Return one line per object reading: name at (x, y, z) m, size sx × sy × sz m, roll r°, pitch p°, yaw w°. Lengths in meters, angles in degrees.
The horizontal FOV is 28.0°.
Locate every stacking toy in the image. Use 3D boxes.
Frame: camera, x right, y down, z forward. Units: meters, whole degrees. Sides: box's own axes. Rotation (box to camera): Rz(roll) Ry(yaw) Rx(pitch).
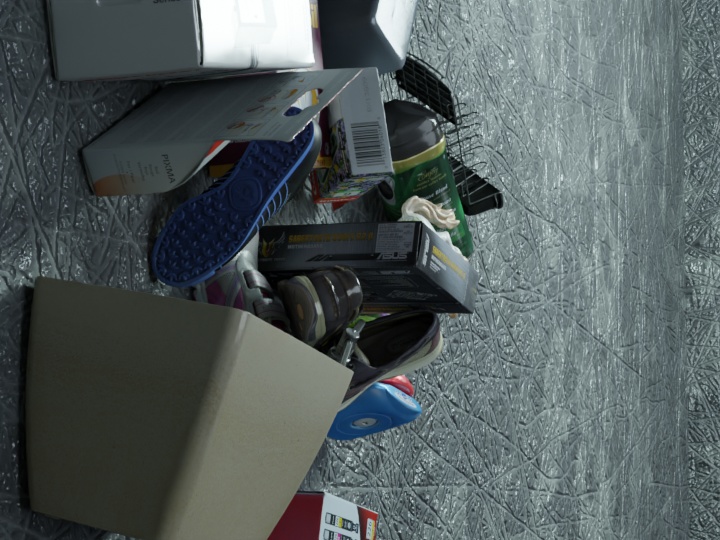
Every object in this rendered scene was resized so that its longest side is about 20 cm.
stacking toy at (-0.005, 0.075, 1.581) m, size 0.116 × 0.109 × 0.201 m, roll 36°, pitch 41°, yaw -52°

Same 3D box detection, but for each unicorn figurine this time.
unicorn figurine at (0.062, 0.006, 1.622) m, size 0.137 × 0.074 × 0.201 m, roll 33°, pitch 42°, yaw -43°

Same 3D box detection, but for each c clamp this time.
c clamp at (-0.047, 0.121, 1.335) m, size 0.201 × 0.027 × 0.171 m, roll -60°, pitch 180°, yaw 29°

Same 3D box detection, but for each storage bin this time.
storage bin at (-0.010, -0.281, 1.540) m, size 0.146 × 0.134 × 0.201 m, roll 51°, pitch 44°, yaw -46°

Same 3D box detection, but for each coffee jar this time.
coffee jar at (0.067, -0.102, 1.724) m, size 0.085 × 0.104 × 0.201 m, roll -26°, pitch 121°, yaw -15°

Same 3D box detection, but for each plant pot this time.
plant pot at (-0.151, 0.127, 1.145) m, size 0.200 × 0.199 × 0.178 m, roll 36°, pitch 65°, yaw -59°

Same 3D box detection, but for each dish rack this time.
dish rack at (0.100, -0.171, 1.758) m, size 0.054 × 0.153 × 0.201 m, roll -28°, pitch 129°, yaw -19°

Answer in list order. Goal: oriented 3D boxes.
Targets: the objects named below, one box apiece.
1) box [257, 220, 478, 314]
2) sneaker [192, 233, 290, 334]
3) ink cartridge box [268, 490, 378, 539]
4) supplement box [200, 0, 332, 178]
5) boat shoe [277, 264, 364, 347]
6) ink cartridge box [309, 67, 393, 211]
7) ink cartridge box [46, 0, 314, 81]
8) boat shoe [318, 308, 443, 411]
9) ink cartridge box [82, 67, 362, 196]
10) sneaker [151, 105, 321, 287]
box at (0.000, 0.000, 1.455) m, size 0.158 × 0.199 × 0.049 m, roll 35°, pitch 58°, yaw -59°
sneaker at (-0.104, 0.043, 1.356) m, size 0.081 × 0.088 × 0.201 m, roll 17°, pitch 71°, yaw -64°
ink cartridge box at (-0.062, 0.323, 1.421) m, size 0.175 × 0.083 × 0.201 m, roll 35°, pitch 57°, yaw -59°
supplement box at (-0.095, -0.195, 1.409) m, size 0.110 × 0.085 × 0.201 m, roll -13°, pitch 99°, yaw -65°
boat shoe at (-0.032, 0.034, 1.356) m, size 0.200 × 0.073 × 0.075 m, roll 178°, pitch -106°, yaw -83°
ink cartridge box at (-0.026, -0.130, 1.509) m, size 0.200 × 0.050 × 0.110 m, roll 152°, pitch -69°, yaw -69°
ink cartridge box at (-0.148, -0.206, 1.224) m, size 0.200 × 0.145 × 0.085 m, roll -17°, pitch 103°, yaw -64°
boat shoe at (-0.007, 0.090, 1.463) m, size 0.065 × 0.199 × 0.072 m, roll 87°, pitch -22°, yaw -56°
ink cartridge box at (-0.111, -0.119, 1.226) m, size 0.162 × 0.199 × 0.050 m, roll -52°, pitch 137°, yaw -53°
sneaker at (-0.105, -0.060, 1.309) m, size 0.200 × 0.070 × 0.078 m, roll -47°, pitch 168°, yaw 1°
